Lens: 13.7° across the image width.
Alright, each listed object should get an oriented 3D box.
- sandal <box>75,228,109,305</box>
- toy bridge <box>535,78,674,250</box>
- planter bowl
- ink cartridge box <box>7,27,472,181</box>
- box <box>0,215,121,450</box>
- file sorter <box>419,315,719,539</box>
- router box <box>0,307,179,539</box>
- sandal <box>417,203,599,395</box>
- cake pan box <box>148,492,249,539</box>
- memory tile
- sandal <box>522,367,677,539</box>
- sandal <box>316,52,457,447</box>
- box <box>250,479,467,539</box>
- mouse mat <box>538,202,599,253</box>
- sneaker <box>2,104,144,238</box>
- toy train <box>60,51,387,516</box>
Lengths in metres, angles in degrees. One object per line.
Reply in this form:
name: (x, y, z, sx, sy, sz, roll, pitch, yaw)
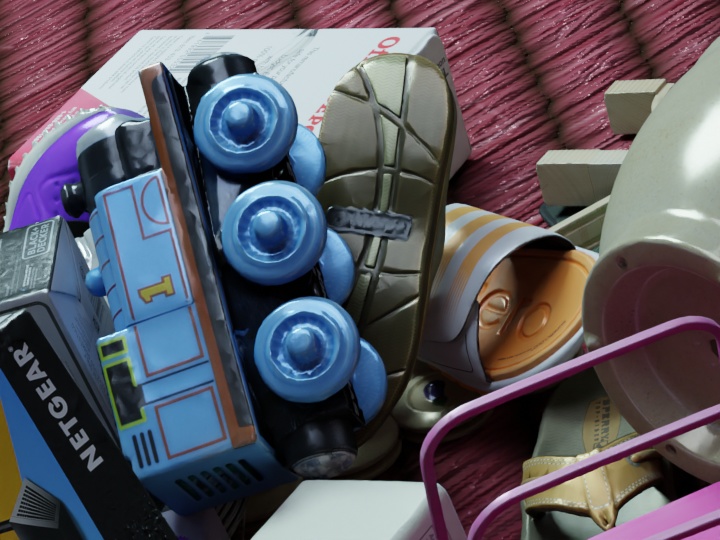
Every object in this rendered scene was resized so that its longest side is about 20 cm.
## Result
sandal: (-0.117, 0.021, 1.402, 0.203, 0.050, 0.082, -27, 48, 18)
toy bridge: (0.123, -0.046, 1.513, 0.067, 0.027, 0.200, 0, 29, 32)
planter bowl: (0.176, 0.007, 1.232, 0.200, 0.200, 0.135, 13, 38, 42)
ink cartridge box: (-0.062, -0.061, 1.603, 0.200, 0.084, 0.145, 2, 35, 33)
box: (-0.205, 0.061, 1.340, 0.200, 0.117, 0.060, -15, 34, 12)
file sorter: (0.120, 0.134, 1.088, 0.139, 0.125, 0.200, -23, 45, -8)
router box: (-0.142, 0.139, 1.196, 0.149, 0.200, 0.051, -41, 15, -32)
sandal: (0.033, 0.006, 1.400, 0.207, 0.059, 0.079, 12, 68, 55)
cake pan box: (-0.142, 0.122, 1.361, 0.200, 0.052, 0.184, -16, 33, 12)
memory tile: (-0.004, 0.053, 1.448, 0.200, 0.017, 0.153, -25, 31, -13)
sandal: (0.103, 0.089, 1.276, 0.080, 0.054, 0.200, -12, 30, 10)
sandal: (0.000, 0.000, 1.352, 0.080, 0.054, 0.200, 12, 75, 15)
box: (-0.030, 0.177, 1.176, 0.078, 0.095, 0.200, -1, 32, 39)
mouse mat: (0.186, -0.030, 1.471, 0.161, 0.008, 0.200, -22, 22, -6)
sneaker: (-0.148, 0.018, 1.470, 0.200, 0.070, 0.100, -56, 40, 18)
toy train: (-0.062, 0.004, 1.287, 0.114, 0.087, 0.200, -18, 70, 6)
